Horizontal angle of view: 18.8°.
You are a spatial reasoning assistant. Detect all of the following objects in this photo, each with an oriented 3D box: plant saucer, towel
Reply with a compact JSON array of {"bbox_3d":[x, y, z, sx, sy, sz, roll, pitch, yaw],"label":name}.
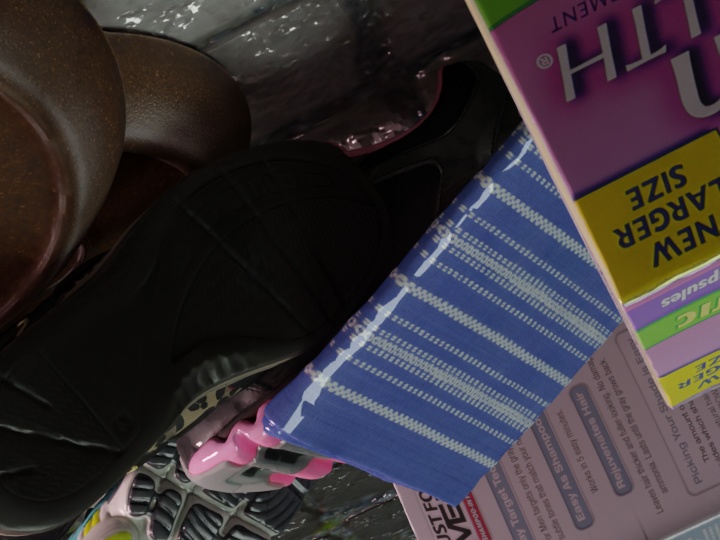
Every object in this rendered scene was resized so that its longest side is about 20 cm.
[{"bbox_3d":[-0.128,-0.011,0.777,0.199,0.032,0.200,-21,155,-10],"label":"plant saucer"},{"bbox_3d":[-0.166,-0.023,0.666,0.199,0.035,0.201,-13,141,-11],"label":"plant saucer"},{"bbox_3d":[0.061,-0.003,0.777,0.200,0.024,0.145,-49,148,8],"label":"towel"}]

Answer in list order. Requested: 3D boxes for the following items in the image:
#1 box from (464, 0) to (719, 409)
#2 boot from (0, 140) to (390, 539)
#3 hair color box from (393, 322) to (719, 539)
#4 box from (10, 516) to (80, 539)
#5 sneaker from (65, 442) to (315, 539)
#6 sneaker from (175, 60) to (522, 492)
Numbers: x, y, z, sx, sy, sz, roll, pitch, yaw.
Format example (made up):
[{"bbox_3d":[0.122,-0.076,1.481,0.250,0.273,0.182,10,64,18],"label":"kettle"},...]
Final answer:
[{"bbox_3d":[0.120,-0.094,0.631,0.175,0.201,0.097,-26,155,6],"label":"box"},{"bbox_3d":[-0.091,0.035,0.769,0.200,0.073,0.150,-43,-172,-35],"label":"boot"},{"bbox_3d":[0.116,0.073,0.901,0.199,0.099,0.061,-25,156,4],"label":"hair color box"},{"bbox_3d":[-0.212,0.100,0.904,0.199,0.044,0.160,-4,149,-37],"label":"box"},{"bbox_3d":[-0.095,0.112,0.977,0.200,0.080,0.078,-47,111,-6],"label":"sneaker"},{"bbox_3d":[0.000,0.000,0.825,0.200,0.095,0.079,-42,155,4],"label":"sneaker"}]
